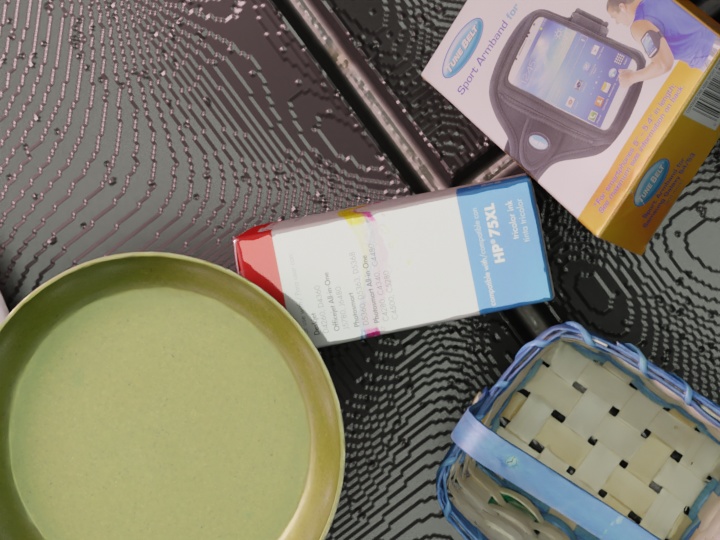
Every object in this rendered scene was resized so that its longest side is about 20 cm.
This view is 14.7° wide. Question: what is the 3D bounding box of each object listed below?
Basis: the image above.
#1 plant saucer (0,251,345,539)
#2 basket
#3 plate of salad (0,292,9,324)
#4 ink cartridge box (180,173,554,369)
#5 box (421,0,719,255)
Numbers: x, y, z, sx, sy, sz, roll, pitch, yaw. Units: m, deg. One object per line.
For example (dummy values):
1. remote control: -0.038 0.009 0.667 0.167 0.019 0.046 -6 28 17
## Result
1. plant saucer: -0.105 0.089 1.433 0.198 0.031 0.202 1 96 5
2. basket: 0.130 0.115 1.446 0.176 0.200 0.139 35 94 2
3. plate of salad: -0.287 0.054 1.521 0.199 0.048 0.201 -2 112 -5
4. ink cartridge box: 0.000 0.000 1.491 0.199 0.116 0.068 -11 93 3
5. box: 0.111 -0.111 1.454 0.200 0.041 0.119 45 108 43
